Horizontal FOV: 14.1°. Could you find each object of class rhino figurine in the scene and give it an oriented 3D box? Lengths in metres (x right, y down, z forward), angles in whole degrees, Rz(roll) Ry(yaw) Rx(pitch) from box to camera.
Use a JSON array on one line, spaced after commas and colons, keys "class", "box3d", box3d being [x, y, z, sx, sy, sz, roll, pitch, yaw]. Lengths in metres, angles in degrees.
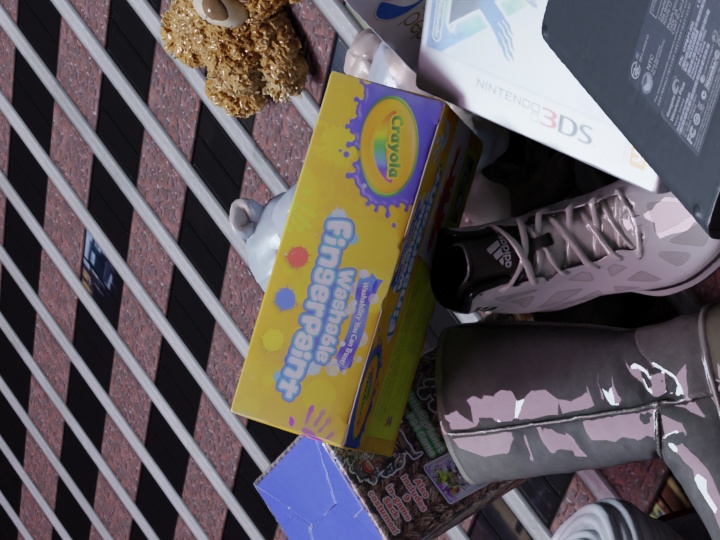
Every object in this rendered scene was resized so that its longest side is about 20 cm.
[{"class": "rhino figurine", "box3d": [0.126, -0.006, 1.769, 0.087, 0.060, 0.201, 6, 120, 58]}]

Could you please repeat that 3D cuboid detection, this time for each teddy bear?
[{"class": "teddy bear", "box3d": [-0.098, -0.172, 2.039, 0.146, 0.067, 0.200, 61, 158, -5]}]

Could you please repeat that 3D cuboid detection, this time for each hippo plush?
[{"class": "hippo plush", "box3d": [-0.007, -0.057, 1.858, 0.160, 0.160, 0.200, 64, 157, -7]}]

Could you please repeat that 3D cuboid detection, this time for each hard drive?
[{"class": "hard drive", "box3d": [0.154, -0.127, 1.420, 0.200, 0.033, 0.140, -124, 41, -50]}]

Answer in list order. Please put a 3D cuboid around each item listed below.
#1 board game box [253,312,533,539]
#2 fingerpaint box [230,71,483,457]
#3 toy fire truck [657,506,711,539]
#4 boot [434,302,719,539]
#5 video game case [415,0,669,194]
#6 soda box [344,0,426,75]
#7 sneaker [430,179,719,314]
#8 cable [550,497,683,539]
[{"class": "board game box", "box3d": [0.053, 0.109, 1.872, 0.097, 0.199, 0.159, 57, 158, 7]}, {"class": "fingerpaint box", "box3d": [0.000, 0.000, 1.687, 0.073, 0.201, 0.167, 16, 178, 11]}, {"class": "toy fire truck", "box3d": [0.234, 0.215, 1.754, 0.200, 0.111, 0.169, 144, 118, -70]}, {"class": "boot", "box3d": [0.145, 0.107, 1.709, 0.199, 0.072, 0.183, -12, 85, 27]}, {"class": "video game case", "box3d": [0.110, -0.164, 1.547, 0.182, 0.022, 0.201, 27, 119, 39]}, {"class": "soda box", "box3d": [0.018, -0.177, 1.685, 0.068, 0.064, 0.200, 54, -175, 18]}, {"class": "sneaker", "box3d": [0.119, -0.009, 1.645, 0.200, 0.115, 0.076, -22, 84, 45]}, {"class": "cable", "box3d": [0.142, 0.238, 1.772, 0.200, 0.069, 0.201, 122, 162, -51]}]
